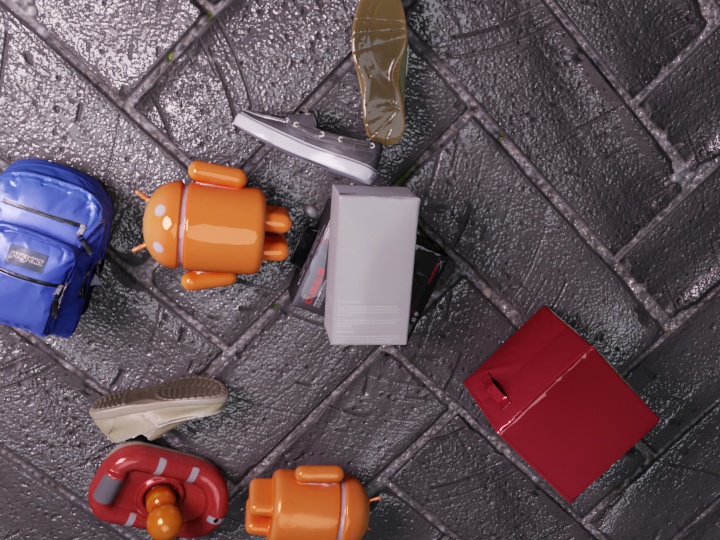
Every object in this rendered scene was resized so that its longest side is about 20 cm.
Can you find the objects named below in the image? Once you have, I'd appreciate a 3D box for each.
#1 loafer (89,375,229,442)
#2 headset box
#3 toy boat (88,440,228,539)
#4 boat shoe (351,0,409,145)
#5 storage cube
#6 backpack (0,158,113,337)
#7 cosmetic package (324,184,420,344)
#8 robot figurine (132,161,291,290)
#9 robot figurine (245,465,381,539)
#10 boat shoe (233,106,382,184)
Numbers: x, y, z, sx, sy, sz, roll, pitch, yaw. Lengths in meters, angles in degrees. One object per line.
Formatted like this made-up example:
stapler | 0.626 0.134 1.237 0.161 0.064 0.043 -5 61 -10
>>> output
loafer | -0.284 0.202 1.104 0.200 0.076 0.068 -8 111 3
headset box | 0.000 0.000 1.078 0.200 0.075 0.149 22 103 -15
toy boat | -0.284 0.338 1.106 0.200 0.131 0.131 23 104 -29
boat shoe | 0.030 -0.268 1.011 0.073 0.063 0.201 -6 103 6
storage cube | 0.293 0.194 1.140 0.180 0.171 0.200 -45 109 5
backpack | -0.396 -0.029 0.959 0.162 0.168 0.200 19 100 -21
cosmetic package | 0.012 -0.008 0.993 0.107 0.090 0.200 3 104 -10
robot figurine | -0.193 -0.053 0.999 0.200 0.117 0.144 5 145 -11
robot figurine | -0.073 0.365 1.168 0.200 0.117 0.144 7 80 -10
boat shoe | -0.064 -0.177 0.999 0.200 0.070 0.066 23 91 7
